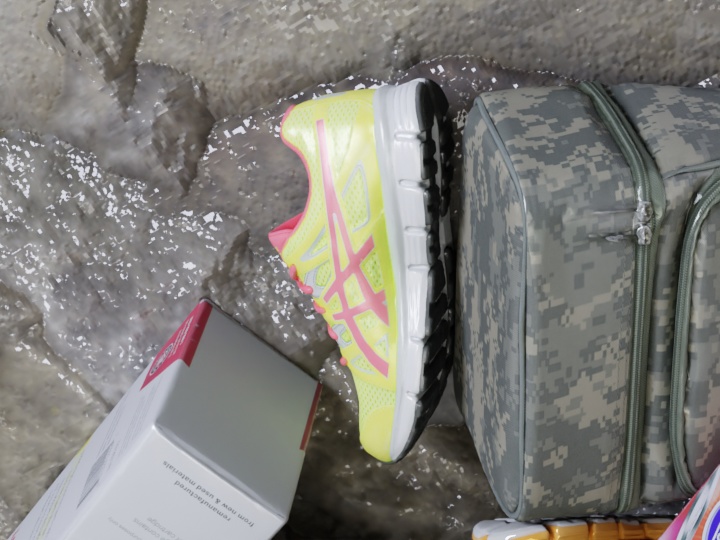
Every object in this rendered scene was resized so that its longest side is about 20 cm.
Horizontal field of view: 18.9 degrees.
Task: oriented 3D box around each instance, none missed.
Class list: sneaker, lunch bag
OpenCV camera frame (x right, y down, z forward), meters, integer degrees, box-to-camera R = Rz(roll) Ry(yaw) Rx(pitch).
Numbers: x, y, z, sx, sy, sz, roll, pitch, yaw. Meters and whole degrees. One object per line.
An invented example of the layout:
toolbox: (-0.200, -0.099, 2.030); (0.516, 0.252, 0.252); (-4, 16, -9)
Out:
sneaker: (0.136, 0.160, 1.084); (0.199, 0.078, 0.078); (2, 83, -36)
sneaker: (0.000, 0.000, 1.077); (0.090, 0.078, 0.201); (3, 109, 14)
lunch bag: (0.139, 0.009, 1.031); (0.167, 0.139, 0.201); (-5, 115, -10)

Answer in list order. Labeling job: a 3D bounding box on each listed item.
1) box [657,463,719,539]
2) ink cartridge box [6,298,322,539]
box: (0.241, 0.128, 1.029); (0.096, 0.200, 0.100); (49, 117, 30)
ink cartridge box: (-0.116, 0.135, 1.105); (0.083, 0.145, 0.200); (36, 113, -11)
